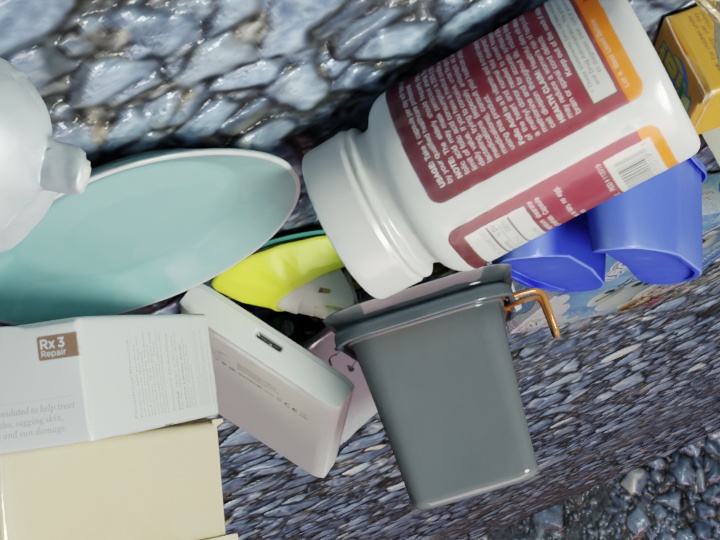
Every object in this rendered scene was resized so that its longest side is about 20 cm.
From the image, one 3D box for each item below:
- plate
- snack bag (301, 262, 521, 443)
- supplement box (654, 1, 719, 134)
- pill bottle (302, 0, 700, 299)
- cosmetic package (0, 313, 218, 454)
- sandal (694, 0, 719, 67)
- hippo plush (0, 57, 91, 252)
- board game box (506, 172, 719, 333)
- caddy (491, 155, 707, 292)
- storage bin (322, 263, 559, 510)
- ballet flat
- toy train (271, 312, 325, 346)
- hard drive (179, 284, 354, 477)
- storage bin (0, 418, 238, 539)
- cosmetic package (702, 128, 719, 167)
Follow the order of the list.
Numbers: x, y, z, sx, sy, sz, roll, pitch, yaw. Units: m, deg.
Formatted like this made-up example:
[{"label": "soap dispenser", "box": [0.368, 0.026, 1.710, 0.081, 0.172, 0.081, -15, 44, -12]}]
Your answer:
[{"label": "plate", "box": [-0.131, -0.024, 0.804, 0.200, 0.026, 0.200, -20, 160, -8]}, {"label": "snack bag", "box": [0.035, 0.052, 1.106, 0.200, 0.021, 0.189, -37, 153, -4]}, {"label": "supplement box", "box": [0.287, -0.153, 0.885, 0.200, 0.069, 0.067, -22, 161, -9]}, {"label": "pill bottle", "box": [0.076, -0.070, 0.784, 0.200, 0.114, 0.114, -27, 161, 13]}, {"label": "cosmetic package", "box": [-0.167, 0.067, 0.843, 0.101, 0.074, 0.200, -9, 178, 15]}, {"label": "sandal", "box": [0.187, -0.182, 0.711, 0.069, 0.078, 0.212, 0, 151, -7]}, {"label": "hippo plush", "box": [-0.209, -0.034, 0.568, 0.161, 0.159, 0.200, -52, 180, -9]}, {"label": "board game box", "box": [0.251, -0.018, 1.243, 0.199, 0.043, 0.200, -8, 156, -35]}, {"label": "caddy", "box": [0.163, -0.049, 0.967, 0.141, 0.105, 0.200, -6, 169, 23]}, {"label": "storage bin", "box": [0.070, 0.083, 0.942, 0.145, 0.135, 0.200, -17, 171, 3]}, {"label": "ballet flat", "box": [0.000, 0.000, 0.958, 0.199, 0.067, 0.067, -16, 162, -21]}, {"label": "toy train", "box": [-0.005, 0.049, 1.135, 0.056, 0.042, 0.200, -24, 165, 36]}, {"label": "hard drive", "box": [-0.071, 0.086, 1.030, 0.027, 0.132, 0.200, -55, 171, -21]}, {"label": "storage bin", "box": [-0.229, 0.160, 0.992, 0.198, 0.094, 0.200, -6, 177, 42]}, {"label": "cosmetic package", "box": [0.358, -0.122, 1.016, 0.200, 0.087, 0.103, -32, 160, 25]}]
